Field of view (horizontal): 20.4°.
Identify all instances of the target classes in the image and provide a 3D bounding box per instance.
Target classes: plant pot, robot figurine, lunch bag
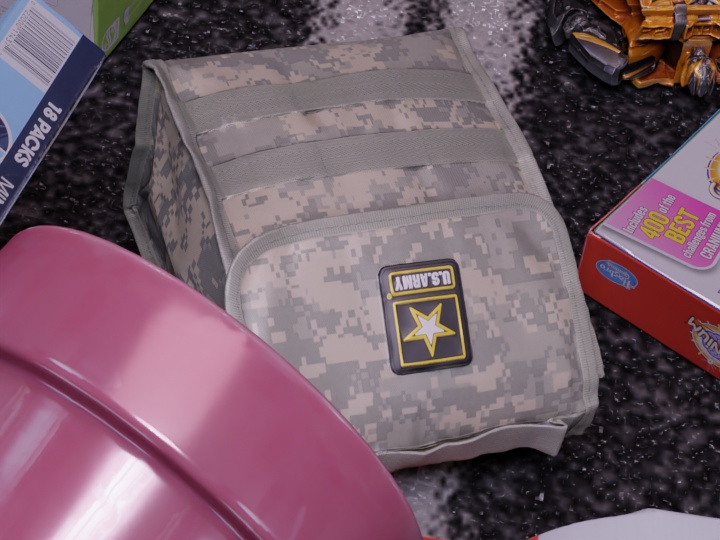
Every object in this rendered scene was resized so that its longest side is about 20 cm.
[{"bbox_3d":[-0.104,0.116,0.705,0.199,0.200,0.179,30,65,19],"label":"plant pot"},{"bbox_3d":[0.164,-0.174,1.100,0.144,0.058,0.201,-3,47,-10],"label":"robot figurine"},{"bbox_3d":[0.000,0.000,0.870,0.163,0.118,0.201,-8,52,-22],"label":"lunch bag"}]

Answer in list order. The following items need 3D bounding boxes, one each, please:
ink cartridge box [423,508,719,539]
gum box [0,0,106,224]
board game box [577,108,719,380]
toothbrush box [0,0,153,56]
[{"bbox_3d":[0.090,0.163,0.777,0.198,0.050,0.163,10,46,-4],"label":"ink cartridge box"},{"bbox_3d":[-0.197,0.002,0.785,0.044,0.200,0.171,39,45,-16],"label":"gum box"},{"bbox_3d":[0.226,0.006,0.952,0.199,0.040,0.153,34,51,22],"label":"board game box"},{"bbox_3d":[-0.158,-0.218,1.071,0.145,0.086,0.200,22,46,11],"label":"toothbrush box"}]
